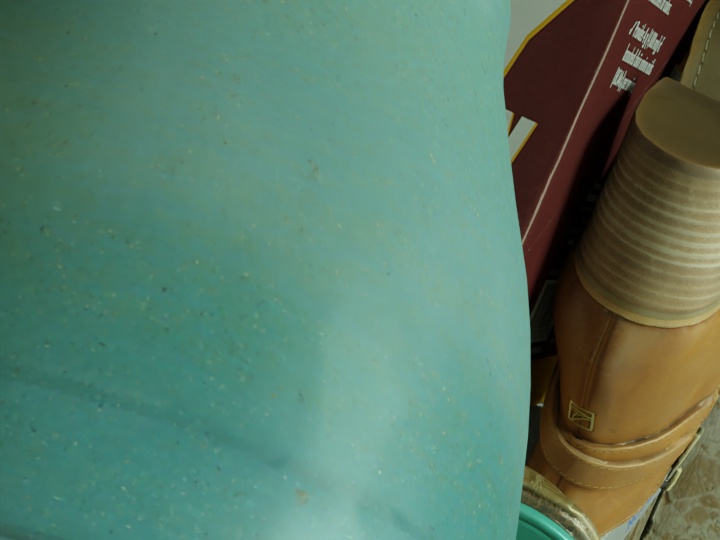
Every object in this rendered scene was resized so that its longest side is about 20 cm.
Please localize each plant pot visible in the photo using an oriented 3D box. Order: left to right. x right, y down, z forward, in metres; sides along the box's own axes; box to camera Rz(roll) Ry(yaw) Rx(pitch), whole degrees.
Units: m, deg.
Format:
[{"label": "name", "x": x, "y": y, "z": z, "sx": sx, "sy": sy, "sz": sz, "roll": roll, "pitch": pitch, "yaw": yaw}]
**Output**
[{"label": "plant pot", "x": -0.048, "y": 0.005, "z": 0.511, "sx": 0.200, "sy": 0.199, "sz": 0.189, "roll": 82, "pitch": 21, "yaw": -65}]

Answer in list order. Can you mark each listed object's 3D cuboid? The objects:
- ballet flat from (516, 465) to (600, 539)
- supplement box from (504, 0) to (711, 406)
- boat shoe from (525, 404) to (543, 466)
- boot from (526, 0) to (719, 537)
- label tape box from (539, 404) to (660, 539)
[{"label": "ballet flat", "x": -0.025, "y": 0.071, "z": 0.718, "sx": 0.072, "sy": 0.199, "sz": 0.068, "roll": -76, "pitch": 158, "yaw": -59}, {"label": "supplement box", "x": 0.029, "y": -0.071, "z": 0.756, "sx": 0.201, "sy": 0.132, "sz": 0.197, "roll": -66, "pitch": 166, "yaw": 6}, {"label": "boat shoe", "x": -0.018, "y": 0.104, "z": 0.810, "sx": 0.201, "sy": 0.075, "sz": 0.086, "roll": -11, "pitch": 133, "yaw": -16}, {"label": "boot", "x": 0.117, "y": -0.007, "z": 0.775, "sx": 0.200, "sy": 0.074, "sz": 0.155, "roll": -30, "pitch": 144, "yaw": -47}, {"label": "label tape box", "x": 0.091, "y": 0.118, "z": 1.140, "sx": 0.144, "sy": 0.063, "sz": 0.200, "roll": -47, "pitch": 149, "yaw": -36}]
